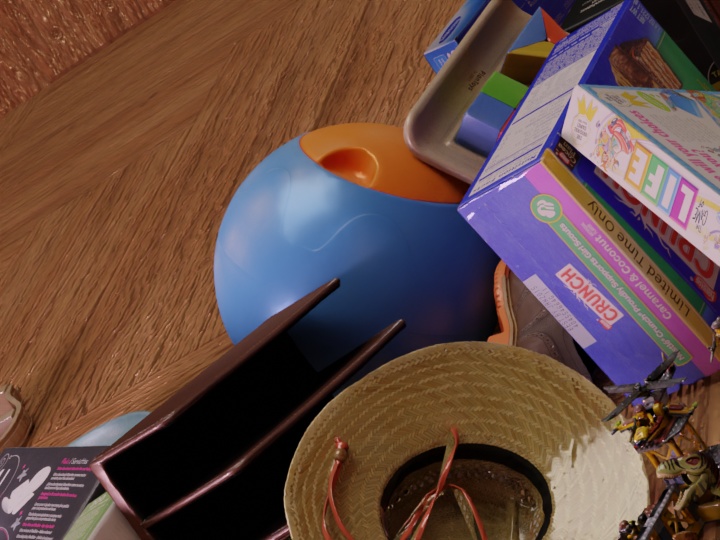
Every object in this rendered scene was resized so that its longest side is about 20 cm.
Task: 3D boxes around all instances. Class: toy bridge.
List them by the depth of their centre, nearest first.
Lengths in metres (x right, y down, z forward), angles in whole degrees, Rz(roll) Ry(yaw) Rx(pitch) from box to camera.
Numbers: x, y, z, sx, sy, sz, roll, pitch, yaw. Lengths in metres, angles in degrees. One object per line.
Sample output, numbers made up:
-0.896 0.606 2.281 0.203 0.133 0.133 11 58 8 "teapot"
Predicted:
-0.335 0.153 2.173 0.067 0.027 0.200 -30 18 16 "toy bridge"

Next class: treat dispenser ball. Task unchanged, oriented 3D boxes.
0.000 0.000 1.609 0.200 0.201 0.201 -33 17 12 "treat dispenser ball"

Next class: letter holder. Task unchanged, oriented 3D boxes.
-0.038 0.084 1.416 0.142 0.101 0.200 -33 4 40 "letter holder"

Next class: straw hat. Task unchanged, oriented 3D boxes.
0.057 0.141 1.313 0.201 0.200 0.085 -46 -23 -28 "straw hat"

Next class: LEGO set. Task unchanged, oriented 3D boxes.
0.176 0.093 1.160 0.199 0.116 0.154 -14 28 52 "LEGO set"

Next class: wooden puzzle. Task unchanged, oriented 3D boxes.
0.150 -0.101 1.591 0.186 0.199 0.046 -55 -8 -45 "wooden puzzle"

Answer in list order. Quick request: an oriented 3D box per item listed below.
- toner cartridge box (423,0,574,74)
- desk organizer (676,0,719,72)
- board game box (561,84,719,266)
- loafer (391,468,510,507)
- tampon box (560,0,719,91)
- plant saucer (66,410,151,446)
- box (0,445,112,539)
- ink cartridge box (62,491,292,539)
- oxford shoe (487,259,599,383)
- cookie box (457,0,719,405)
0.138 -0.213 2.068 0.043 0.095 0.200 -21 23 45 "toner cartridge box"
0.261 -0.153 1.492 0.077 0.201 0.072 -35 17 -1 "desk organizer"
0.218 -0.046 1.301 0.200 0.134 0.034 47 129 51 "board game box"
0.014 0.158 1.408 0.200 0.063 0.072 -47 20 -30 "loafer"
0.259 -0.201 1.742 0.149 0.127 0.200 -25 22 35 "tampon box"
-0.227 0.190 1.852 0.199 0.036 0.200 -34 17 12 "plant saucer"
-0.174 0.193 1.538 0.200 0.132 0.115 -8 49 61 "box"
-0.105 0.184 1.434 0.048 0.146 0.200 -31 17 38 "ink cartridge box"
0.125 0.040 1.516 0.072 0.072 0.200 -12 28 13 "oxford shoe"
0.168 -0.044 1.442 0.075 0.171 0.200 -32 17 39 "cookie box"
